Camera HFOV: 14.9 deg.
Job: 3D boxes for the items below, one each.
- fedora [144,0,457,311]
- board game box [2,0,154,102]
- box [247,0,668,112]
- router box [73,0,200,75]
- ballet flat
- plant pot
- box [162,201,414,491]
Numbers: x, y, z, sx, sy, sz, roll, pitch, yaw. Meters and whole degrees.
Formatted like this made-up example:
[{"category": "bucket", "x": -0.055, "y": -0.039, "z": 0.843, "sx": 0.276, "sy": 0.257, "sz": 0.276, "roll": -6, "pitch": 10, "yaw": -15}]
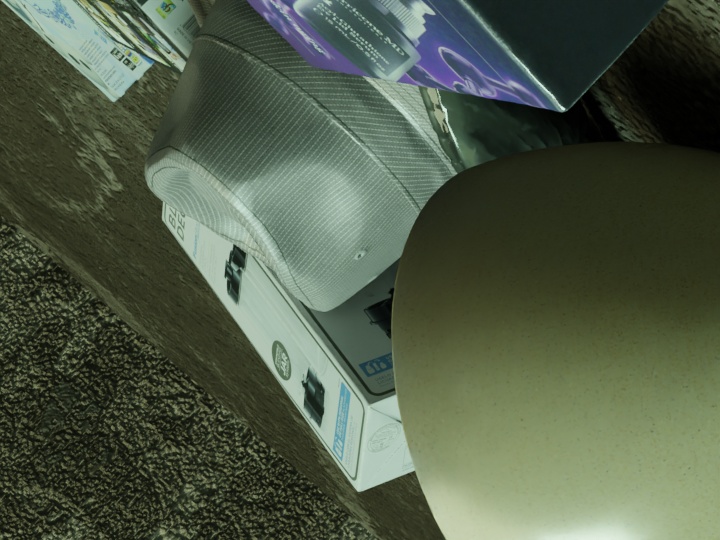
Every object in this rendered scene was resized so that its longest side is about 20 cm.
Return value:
[{"category": "fedora", "x": -0.033, "y": -0.048, "z": 1.193, "sx": 0.177, "sy": 0.090, "sz": 0.200, "roll": 38, "pitch": 170, "yaw": 12}, {"category": "board game box", "x": -0.194, "y": -0.188, "z": 1.605, "sx": 0.199, "sy": 0.043, "sz": 0.200, "roll": 42, "pitch": 171, "yaw": -7}, {"category": "box", "x": 0.007, "y": -0.141, "z": 0.847, "sx": 0.148, "sy": 0.104, "sz": 0.200, "roll": 45, "pitch": 170, "yaw": -21}, {"category": "router box", "x": -0.145, "y": -0.184, "z": 1.403, "sx": 0.200, "sy": 0.051, "sz": 0.149, "roll": 47, "pitch": 171, "yaw": -32}, {"category": "ballet flat", "x": 0.065, "y": -0.053, "z": 1.134, "sx": 0.057, "sy": 0.066, "sz": 0.200, "roll": 37, "pitch": 170, "yaw": 43}, {"category": "plant pot", "x": 0.127, "y": 0.036, "z": 1.020, "sx": 0.134, "sy": 0.200, "sz": 0.200, "roll": -20, "pitch": 126, "yaw": 37}, {"category": "box", "x": 0.000, "y": 0.000, "z": 1.305, "sx": 0.200, "sy": 0.117, "sz": 0.060, "roll": 53, "pitch": 152, "yaw": 37}]
